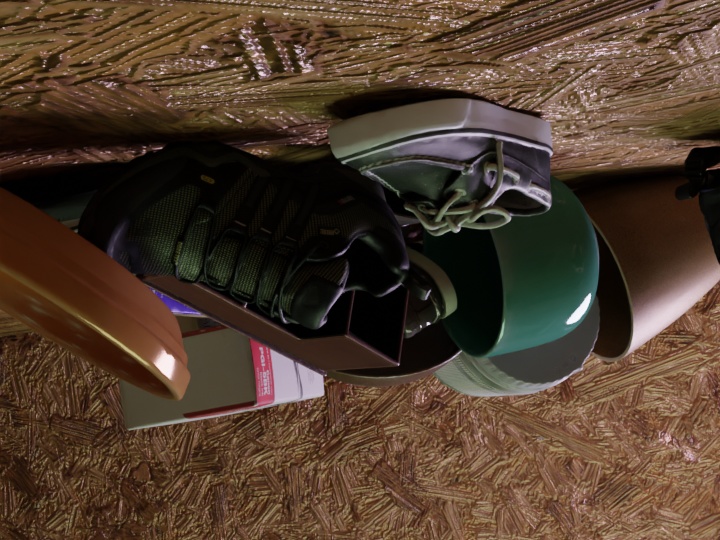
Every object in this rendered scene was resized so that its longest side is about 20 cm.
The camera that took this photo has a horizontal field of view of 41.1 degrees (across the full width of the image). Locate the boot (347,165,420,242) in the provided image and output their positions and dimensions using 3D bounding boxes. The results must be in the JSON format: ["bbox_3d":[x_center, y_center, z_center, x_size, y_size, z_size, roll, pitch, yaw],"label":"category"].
[{"bbox_3d":[0.013,-0.042,0.726,0.198,0.071,0.173,-2,175,-43],"label":"boot"}]

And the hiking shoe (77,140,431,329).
[{"bbox_3d":[-0.052,-0.016,0.534,0.197,0.077,0.101,-4,-141,-32],"label":"hiking shoe"}]

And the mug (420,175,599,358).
[{"bbox_3d":[0.130,-0.019,0.847,0.113,0.154,0.186,-11,-142,-19],"label":"mug"}]

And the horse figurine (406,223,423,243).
[{"bbox_3d":[0.086,-0.049,0.993,0.197,0.051,0.132,-5,-178,-18],"label":"horse figurine"}]

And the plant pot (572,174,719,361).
[{"bbox_3d":[0.321,-0.026,1.048,0.197,0.189,0.186,-21,180,-13],"label":"plant pot"}]

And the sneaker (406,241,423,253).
[{"bbox_3d":[0.041,0.002,1.089,0.077,0.091,0.200,3,-162,5],"label":"sneaker"}]

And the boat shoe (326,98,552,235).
[{"bbox_3d":[0.056,-0.056,0.563,0.073,0.069,0.198,-10,176,33],"label":"boat shoe"}]

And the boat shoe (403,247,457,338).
[{"bbox_3d":[0.000,0.000,0.880,0.060,0.073,0.200,-34,-142,-24],"label":"boat shoe"}]

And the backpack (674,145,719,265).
[{"bbox_3d":[0.399,-0.057,0.811,0.198,0.156,0.190,-14,-175,37],"label":"backpack"}]

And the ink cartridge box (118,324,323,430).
[{"bbox_3d":[-0.137,0.106,0.994,0.145,0.084,0.200,-12,172,16],"label":"ink cartridge box"}]

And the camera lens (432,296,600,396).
[{"bbox_3d":[0.154,0.056,1.055,0.157,0.163,0.200,-7,173,-13],"label":"camera lens"}]

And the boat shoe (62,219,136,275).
[{"bbox_3d":[-0.203,-0.007,0.709,0.071,0.072,0.199,3,168,-33],"label":"boat shoe"}]

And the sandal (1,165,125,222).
[{"bbox_3d":[-0.224,-0.026,0.603,0.197,0.046,0.075,-9,177,15],"label":"sandal"}]

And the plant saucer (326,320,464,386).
[{"bbox_3d":[0.012,0.046,0.909,0.197,0.035,0.201,1,-146,-1],"label":"plant saucer"}]

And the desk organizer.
[{"bbox_3d":[-0.053,0.007,0.674,0.076,0.073,0.199,-8,153,37],"label":"desk organizer"}]

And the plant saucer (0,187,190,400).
[{"bbox_3d":[-0.173,0.003,0.512,0.198,0.038,0.201,27,162,9],"label":"plant saucer"}]

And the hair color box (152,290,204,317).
[{"bbox_3d":[-0.179,0.009,0.881,0.108,0.066,0.199,4,178,28],"label":"hair color box"}]

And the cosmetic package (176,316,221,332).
[{"bbox_3d":[-0.111,0.013,1.078,0.197,0.110,0.084,-8,177,-33],"label":"cosmetic package"}]
